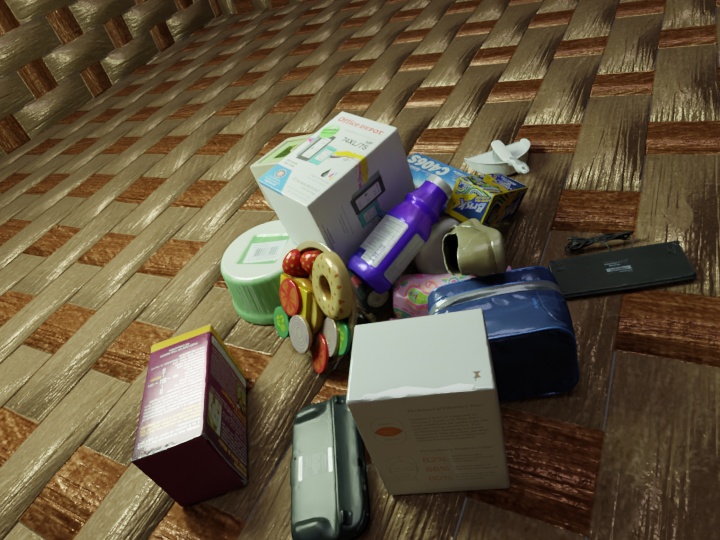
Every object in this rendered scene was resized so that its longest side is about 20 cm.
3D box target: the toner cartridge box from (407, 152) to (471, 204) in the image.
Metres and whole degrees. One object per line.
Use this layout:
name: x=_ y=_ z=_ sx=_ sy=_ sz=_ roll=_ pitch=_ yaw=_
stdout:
toner cartridge box: x=0.150 y=-0.186 z=1.097 sx=0.095 sy=0.043 sz=0.200 roll=-35 pitch=42 yaw=-17

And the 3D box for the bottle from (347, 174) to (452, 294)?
bottle: x=0.066 y=-0.060 z=0.812 sx=0.201 sy=0.065 sz=0.083 roll=-51 pitch=36 yaw=-5

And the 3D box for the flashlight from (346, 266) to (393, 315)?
flashlight: x=0.000 y=0.000 z=0.931 sx=0.068 sy=0.068 sz=0.200 roll=-46 pitch=34 yaw=10

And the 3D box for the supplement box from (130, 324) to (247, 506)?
supplement box: x=-0.233 y=0.201 z=0.740 sx=0.102 sy=0.132 sz=0.201 roll=-19 pitch=38 yaw=2

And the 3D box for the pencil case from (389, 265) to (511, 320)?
pencil case: x=0.143 y=0.041 z=0.805 sx=0.197 sy=0.088 sz=0.088 roll=-6 pitch=41 yaw=17

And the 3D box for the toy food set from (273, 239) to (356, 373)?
toy food set: x=-0.072 y=0.054 z=0.807 sx=0.048 sy=0.201 sz=0.199 roll=-10 pitch=24 yaw=-38

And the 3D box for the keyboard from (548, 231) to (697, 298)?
keyboard: x=0.398 y=-0.015 z=0.814 sx=0.197 sy=0.021 sz=0.128 roll=-9 pitch=46 yaw=12

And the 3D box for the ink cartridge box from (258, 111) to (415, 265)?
ink cartridge box: x=-0.032 y=-0.137 z=0.865 sx=0.200 sy=0.147 sz=0.146 roll=-43 pitch=46 yaw=-18

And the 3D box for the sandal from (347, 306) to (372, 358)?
sandal: x=-0.016 y=0.096 z=0.828 sx=0.081 sy=0.055 sz=0.200 roll=-29 pitch=40 yaw=-12

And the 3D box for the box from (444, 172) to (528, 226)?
box: x=0.223 y=-0.124 z=0.894 sx=0.070 sy=0.065 sz=0.199 roll=32 pitch=27 yaw=23

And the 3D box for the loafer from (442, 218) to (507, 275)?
loafer: x=0.147 y=-0.033 z=0.734 sx=0.066 sy=0.077 sz=0.200 roll=-8 pitch=4 yaw=-3

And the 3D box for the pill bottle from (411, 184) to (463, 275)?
pill bottle: x=0.111 y=-0.080 z=0.933 sx=0.115 sy=0.117 sz=0.200 roll=-26 pitch=38 yaw=-8

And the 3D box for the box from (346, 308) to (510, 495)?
box: x=0.084 y=0.159 z=0.598 sx=0.150 sy=0.202 sz=0.107 roll=-8 pitch=40 yaw=12

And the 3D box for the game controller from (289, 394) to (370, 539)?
game controller: x=-0.044 y=0.255 z=0.678 sx=0.103 sy=0.042 sz=0.201 roll=-26 pitch=36 yaw=15

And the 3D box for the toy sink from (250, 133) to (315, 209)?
toy sink: x=-0.101 y=-0.205 z=1.043 sx=0.198 sy=0.113 sz=0.130 roll=5 pitch=41 yaw=42

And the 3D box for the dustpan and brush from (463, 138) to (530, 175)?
dustpan and brush: x=0.303 y=-0.228 z=1.068 sx=0.138 sy=0.058 sz=0.201 roll=-18 pitch=39 yaw=2

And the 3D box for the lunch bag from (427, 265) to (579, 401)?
lunch bag: x=0.178 y=0.085 z=0.696 sx=0.197 sy=0.137 sz=0.133 roll=-11 pitch=39 yaw=13

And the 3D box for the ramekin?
ramekin: x=-0.163 y=-0.005 z=0.974 sx=0.197 sy=0.098 sz=0.201 roll=-11 pitch=39 yaw=9
